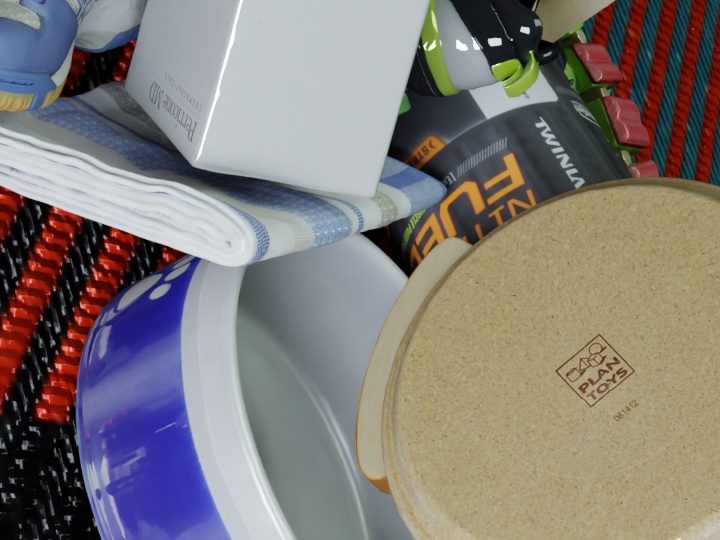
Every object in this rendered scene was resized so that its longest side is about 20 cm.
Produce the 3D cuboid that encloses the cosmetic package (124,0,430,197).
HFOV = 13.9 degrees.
[{"bbox_3d":[-0.020,-0.140,1.138,0.081,0.200,0.113,11,13,-23],"label":"cosmetic package"}]

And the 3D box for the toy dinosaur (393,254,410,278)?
[{"bbox_3d":[0.000,0.000,1.336,0.200,0.047,0.088,46,39,-27],"label":"toy dinosaur"}]

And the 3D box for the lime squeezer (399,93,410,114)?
[{"bbox_3d":[-0.049,-0.102,1.308,0.038,0.071,0.200,52,0,-33],"label":"lime squeezer"}]

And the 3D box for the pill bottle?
[{"bbox_3d":[0.078,-0.007,1.279,0.106,0.106,0.200,20,34,-55],"label":"pill bottle"}]

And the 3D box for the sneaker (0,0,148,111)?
[{"bbox_3d":[-0.128,-0.123,1.135,0.075,0.088,0.200,22,23,5],"label":"sneaker"}]

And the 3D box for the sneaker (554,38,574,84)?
[{"bbox_3d":[0.063,-0.080,1.452,0.070,0.078,0.200,51,22,-24],"label":"sneaker"}]

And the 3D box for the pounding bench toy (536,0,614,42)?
[{"bbox_3d":[0.028,-0.203,1.401,0.200,0.124,0.156,54,4,-21],"label":"pounding bench toy"}]

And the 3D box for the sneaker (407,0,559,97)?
[{"bbox_3d":[0.061,-0.159,1.269,0.072,0.083,0.200,51,40,-58],"label":"sneaker"}]

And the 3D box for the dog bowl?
[{"bbox_3d":[-0.023,0.081,1.187,0.200,0.079,0.200,41,36,-39],"label":"dog bowl"}]

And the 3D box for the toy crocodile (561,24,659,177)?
[{"bbox_3d":[0.130,-0.068,1.603,0.067,0.062,0.200,-8,75,-62],"label":"toy crocodile"}]

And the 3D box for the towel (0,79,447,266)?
[{"bbox_3d":[-0.064,-0.043,1.171,0.200,0.147,0.024,-18,126,-65],"label":"towel"}]

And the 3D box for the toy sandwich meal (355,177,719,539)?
[{"bbox_3d":[0.094,0.054,1.123,0.070,0.205,0.205,53,26,-52],"label":"toy sandwich meal"}]
